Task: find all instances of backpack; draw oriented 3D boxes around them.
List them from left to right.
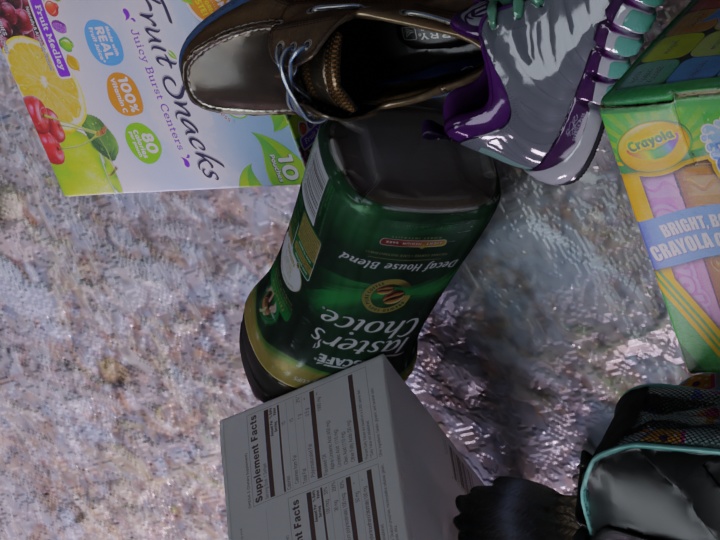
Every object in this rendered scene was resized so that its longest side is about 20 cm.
[{"bbox_3d":[0.220,0.135,1.141,0.199,0.153,0.176,0,110,26],"label":"backpack"}]

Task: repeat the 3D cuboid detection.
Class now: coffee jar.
[{"bbox_3d":[0.000,0.000,1.367,0.200,0.104,0.085,115,147,-46],"label":"coffee jar"}]

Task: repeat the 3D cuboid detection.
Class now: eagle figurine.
[{"bbox_3d":[0.175,0.151,1.338,0.200,0.151,0.152,-19,119,33],"label":"eagle figurine"}]

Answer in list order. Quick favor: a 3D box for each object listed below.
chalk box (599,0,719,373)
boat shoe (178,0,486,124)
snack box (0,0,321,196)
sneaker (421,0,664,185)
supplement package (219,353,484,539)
[{"bbox_3d":[0.204,-0.065,1.148,0.124,0.124,0.200,-3,118,39],"label":"chalk box"},{"bbox_3d":[-0.013,-0.117,1.272,0.199,0.072,0.072,-12,116,22],"label":"boat shoe"},{"bbox_3d":[-0.117,-0.119,1.407,0.200,0.053,0.143,-1,121,38],"label":"snack box"},{"bbox_3d":[0.096,-0.136,1.172,0.087,0.074,0.200,13,117,-12],"label":"sneaker"},{"bbox_3d":[0.016,0.178,1.386,0.111,0.156,0.200,-22,135,14],"label":"supplement package"}]
